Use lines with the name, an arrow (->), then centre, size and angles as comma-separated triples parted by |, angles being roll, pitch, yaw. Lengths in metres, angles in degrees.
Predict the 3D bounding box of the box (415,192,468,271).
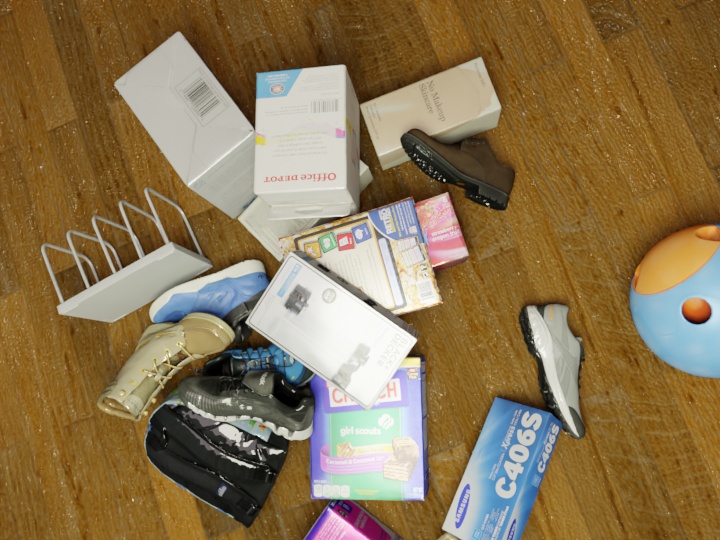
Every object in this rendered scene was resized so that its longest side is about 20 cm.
box -> 0.054, -0.034, 0.901 | 0.198, 0.095, 0.104 | -18, 83, 6

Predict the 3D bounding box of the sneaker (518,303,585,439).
sneaker -> 0.295, 0.143, 0.861 | 0.079, 0.074, 0.202 | -13, 82, 0

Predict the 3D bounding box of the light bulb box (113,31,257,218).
light bulb box -> -0.233, -0.210, 0.909 | 0.124, 0.200, 0.199 | -37, 80, 0

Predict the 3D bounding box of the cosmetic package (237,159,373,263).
cosmetic package -> -0.085, -0.114, 0.942 | 0.200, 0.073, 0.104 | -45, 79, 0

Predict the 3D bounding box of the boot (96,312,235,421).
boot -> -0.286, 0.142, 0.868 | 0.199, 0.156, 0.073 | -10, 126, 33

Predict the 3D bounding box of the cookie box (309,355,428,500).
cookie box -> 0.013, 0.230, 0.886 | 0.169, 0.075, 0.202 | -3, 82, 9

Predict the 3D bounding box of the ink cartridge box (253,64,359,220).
ink cartridge box -> -0.071, -0.164, 0.843 | 0.127, 0.125, 0.202 | -1, 80, 9

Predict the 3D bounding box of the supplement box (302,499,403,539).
supplement box -> 0.012, 0.427, 0.850 | 0.199, 0.101, 0.104 | 36, 88, 10

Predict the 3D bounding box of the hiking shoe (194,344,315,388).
hiking shoe -> -0.148, 0.147, 0.878 | 0.199, 0.086, 0.075 | -17, 79, 33

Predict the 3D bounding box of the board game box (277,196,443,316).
board game box -> 0.000, 0.000, 0.833 | 0.198, 0.046, 0.153 | -16, 86, 7

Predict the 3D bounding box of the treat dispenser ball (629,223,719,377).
treat dispenser ball -> 0.464, 0.039, 0.783 | 0.199, 0.201, 0.203 | -1, 83, 8

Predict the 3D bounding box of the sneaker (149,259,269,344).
sneaker -> -0.231, 0.071, 0.937 | 0.198, 0.077, 0.112 | -22, 71, -2

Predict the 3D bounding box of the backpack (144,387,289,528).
backpack -> -0.219, 0.258, 0.883 | 0.199, 0.154, 0.164 | 21, 108, -11

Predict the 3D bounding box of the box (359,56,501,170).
box -> 0.109, -0.242, 0.928 | 0.199, 0.078, 0.096 | -22, 81, 5

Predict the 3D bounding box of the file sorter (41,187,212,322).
file sorter -> -0.368, -0.024, 0.939 | 0.199, 0.139, 0.125 | -28, 77, 4

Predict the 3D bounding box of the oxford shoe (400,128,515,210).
oxford shoe -> 0.148, -0.169, 0.893 | 0.199, 0.073, 0.085 | 24, 87, -23

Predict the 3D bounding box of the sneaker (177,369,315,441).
sneaker -> -0.150, 0.169, 0.822 | 0.198, 0.067, 0.091 | 18, 122, -6

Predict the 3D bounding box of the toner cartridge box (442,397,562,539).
toner cartridge box -> 0.197, 0.285, 0.822 | 0.095, 0.043, 0.201 | 4, 62, 50

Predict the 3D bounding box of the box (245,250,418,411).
box -> -0.035, 0.075, 0.782 | 0.199, 0.060, 0.117 | 36, 96, 4

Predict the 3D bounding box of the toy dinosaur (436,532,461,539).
toy dinosaur -> 0.158, 0.397, 0.867 | 0.100, 0.058, 0.202 | -14, 77, -11
